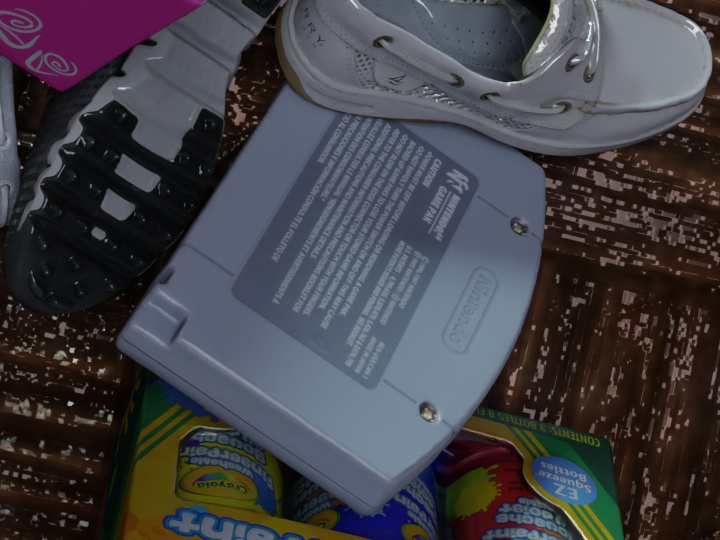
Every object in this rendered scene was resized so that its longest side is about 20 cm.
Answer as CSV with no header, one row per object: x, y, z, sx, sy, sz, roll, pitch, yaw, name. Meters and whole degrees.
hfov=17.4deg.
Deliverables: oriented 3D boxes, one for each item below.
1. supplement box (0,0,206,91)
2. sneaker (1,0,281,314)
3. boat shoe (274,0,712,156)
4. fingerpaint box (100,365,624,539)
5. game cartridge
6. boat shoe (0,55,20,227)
-0.097,-0.185,0.871,0.101,0.103,0.201,32,55,-27,supplement box
-0.093,-0.074,0.934,0.066,0.090,0.201,33,75,-34,sneaker
0.068,-0.092,0.951,0.199,0.069,0.071,0,71,-27,boat shoe
0.001,0.114,0.902,0.198,0.167,0.074,15,121,-8,fingerpaint box
0.000,0.000,0.918,0.133,0.041,0.200,32,44,-2,game cartridge
-0.155,-0.120,0.934,0.064,0.074,0.204,8,85,-21,boat shoe
